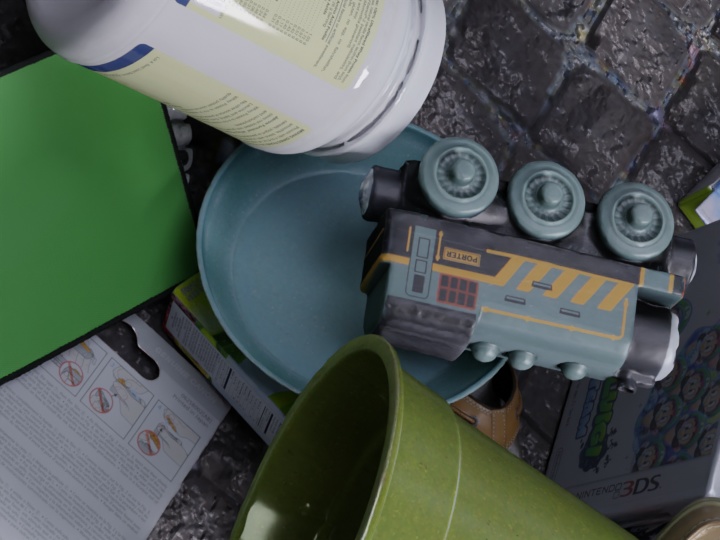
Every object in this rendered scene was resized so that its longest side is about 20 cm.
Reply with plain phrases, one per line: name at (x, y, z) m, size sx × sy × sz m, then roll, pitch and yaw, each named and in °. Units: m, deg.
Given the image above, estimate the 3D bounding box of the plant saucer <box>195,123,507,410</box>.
plant saucer at (0.000, 0.000, 1.128) m, size 0.198 × 0.036 × 0.201 m, roll 7°, pitch 59°, yaw -11°

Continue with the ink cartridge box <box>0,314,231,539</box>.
ink cartridge box at (-0.181, 0.099, 1.088) m, size 0.162 × 0.057 × 0.200 m, roll 43°, pitch 42°, yaw -12°

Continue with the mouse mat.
mouse mat at (-0.175, -0.033, 1.064) m, size 0.199 × 0.007 × 0.162 m, roll -29°, pitch 114°, yaw -36°

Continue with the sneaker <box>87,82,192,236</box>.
sneaker at (-0.146, -0.100, 1.139) m, size 0.075 × 0.081 × 0.202 m, roll 1°, pitch 95°, yaw -41°

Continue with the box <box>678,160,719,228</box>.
box at (0.314, -0.049, 1.387) m, size 0.200 × 0.048 × 0.122 m, roll -42°, pitch 97°, yaw -30°

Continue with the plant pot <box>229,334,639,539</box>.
plant pot at (0.047, 0.163, 1.004) m, size 0.189 × 0.200 × 0.201 m, roll 26°, pitch 65°, yaw -17°

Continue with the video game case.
video game case at (0.188, 0.064, 1.208) m, size 0.024 × 0.182 × 0.201 m, roll 29°, pitch 65°, yaw -20°

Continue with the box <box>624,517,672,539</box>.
box at (0.228, 0.171, 1.190) m, size 0.182 × 0.200 × 0.104 m, roll -42°, pitch 98°, yaw -31°

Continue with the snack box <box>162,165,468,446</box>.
snack box at (0.002, 0.021, 1.169) m, size 0.200 × 0.053 × 0.142 m, roll -37°, pitch 77°, yaw -29°

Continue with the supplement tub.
supplement tub at (-0.064, -0.149, 1.053) m, size 0.199 × 0.144 × 0.146 m, roll 24°, pitch 65°, yaw -40°

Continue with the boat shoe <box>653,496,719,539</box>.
boat shoe at (0.160, 0.218, 1.035) m, size 0.072 × 0.065 × 0.201 m, roll 27°, pitch 97°, yaw 4°

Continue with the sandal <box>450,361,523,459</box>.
sandal at (0.073, 0.074, 1.217) m, size 0.081 × 0.055 × 0.202 m, roll 5°, pitch 74°, yaw -27°

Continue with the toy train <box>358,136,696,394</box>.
toy train at (0.091, 0.001, 1.089) m, size 0.198 × 0.085 × 0.115 m, roll 13°, pitch 70°, yaw -10°
